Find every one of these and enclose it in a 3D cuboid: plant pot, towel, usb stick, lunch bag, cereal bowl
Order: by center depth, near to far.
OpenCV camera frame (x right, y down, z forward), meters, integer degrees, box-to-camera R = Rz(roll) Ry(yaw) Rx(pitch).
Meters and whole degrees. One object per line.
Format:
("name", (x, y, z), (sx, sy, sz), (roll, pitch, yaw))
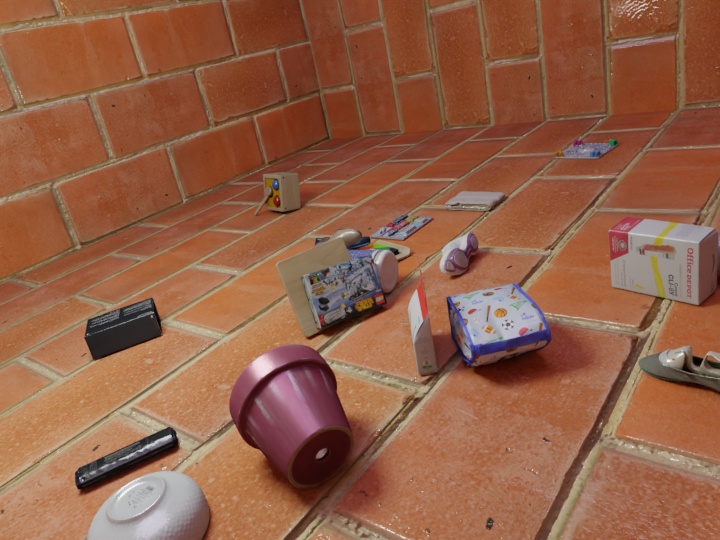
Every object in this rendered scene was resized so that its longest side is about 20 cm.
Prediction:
("cereal bowl", (-0.349, 0.397, 0.927), (0.194, 0.085, 0.201), (-13, 22, 5))
("plant pot", (-0.106, 0.260, 0.992), (0.196, 0.204, 0.179), (-22, 38, -22))
("usb stick", (-0.456, 0.367, 1.129), (0.196, 0.033, 0.055), (-22, 30, -19))
("lunch bag", (0.277, 0.119, 1.172), (0.165, 0.127, 0.200), (-13, 14, -2))
("towel", (0.417, -0.257, 2.101), (0.196, 0.035, 0.132), (7, 31, 41))

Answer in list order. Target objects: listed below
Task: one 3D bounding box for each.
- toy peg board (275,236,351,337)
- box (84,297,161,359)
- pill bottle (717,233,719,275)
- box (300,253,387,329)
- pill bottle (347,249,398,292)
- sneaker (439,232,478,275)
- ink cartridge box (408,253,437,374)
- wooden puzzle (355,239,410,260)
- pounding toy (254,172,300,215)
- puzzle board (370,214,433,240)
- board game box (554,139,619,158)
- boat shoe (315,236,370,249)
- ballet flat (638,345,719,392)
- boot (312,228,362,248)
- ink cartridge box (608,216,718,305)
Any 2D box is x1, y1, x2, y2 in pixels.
("toy peg board", (-0.108, 0.048, 1.524), (0.196, 0.203, 0.098), (-23, -3, -23))
("box", (-0.693, 0.166, 1.684), (0.196, 0.081, 0.141), (-20, 20, -16))
("pill bottle", (0.830, -0.028, 1.204), (0.197, 0.117, 0.114), (7, 29, 41))
("box", (-0.040, 0.052, 1.473), (0.196, 0.140, 0.040), (-17, -3, -24))
("pill bottle", (0.000, 0.000, 1.622), (0.196, 0.119, 0.115), (2, 26, 33))
("sneaker", (0.267, -0.036, 1.642), (0.098, 0.076, 0.199), (-20, 13, 41))
("ink cartridge box", (0.122, 0.091, 1.221), (0.049, 0.205, 0.162), (-11, 21, 5))
("wooden puzzle", (0.034, -0.046, 1.819), (0.197, 0.038, 0.183), (-27, 26, -28))
("pounding toy", (-0.386, -0.345, 2.617), (0.140, 0.190, 0.198), (-14, 18, -38))
("puzzle board", (0.148, -0.157, 2.045), (0.148, 0.018, 0.199), (6, 30, 40))
("board game box", (0.946, -0.511, 2.408), (0.198, 0.027, 0.197), (-30, 27, -34))
("boat shoe", (-0.064, -0.099, 1.933), (0.194, 0.071, 0.084), (-9, -2, 6))
("ballet flat", (0.573, 0.161, 0.975), (0.067, 0.065, 0.198), (-27, 25, -31))
("boot", (-0.095, -0.053, 1.833), (0.197, 0.071, 0.148), (-12, 39, 42))
("ink cartridge box", (0.657, -0.025, 1.255), (0.082, 0.149, 0.198), (-27, 25, -30))
